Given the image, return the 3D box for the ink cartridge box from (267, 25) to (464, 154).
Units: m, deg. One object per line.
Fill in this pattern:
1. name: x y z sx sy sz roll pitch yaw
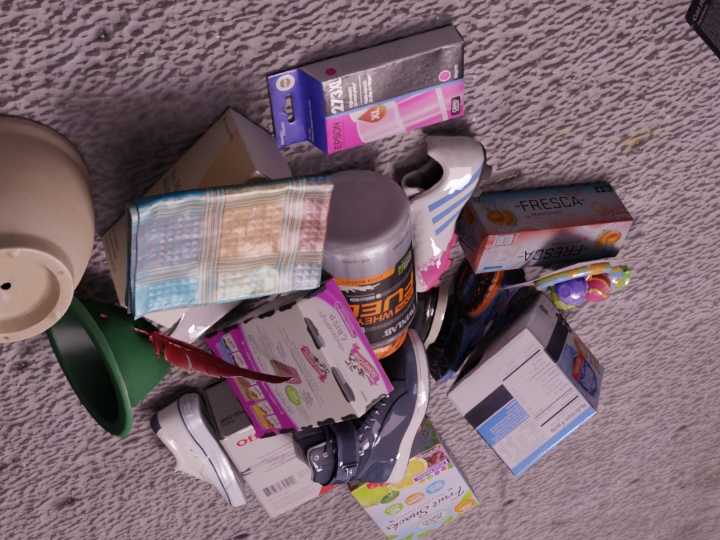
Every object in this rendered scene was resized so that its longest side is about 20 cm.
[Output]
1. ink cartridge box: 0.009 -0.175 1.270 0.197 0.037 0.095 -16 138 -10

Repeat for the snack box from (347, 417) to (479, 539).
1. snack box: 0.073 0.303 1.787 0.141 0.053 0.201 -28 140 3

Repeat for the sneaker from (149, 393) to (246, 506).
1. sneaker: -0.198 0.225 1.561 0.070 0.074 0.201 -18 131 5

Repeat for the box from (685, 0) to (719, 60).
1. box: 0.478 -0.249 1.324 0.197 0.183 0.105 -3 135 -25

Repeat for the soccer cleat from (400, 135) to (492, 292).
1. soccer cleat: 0.073 -0.066 1.401 0.085 0.070 0.202 9 125 -18

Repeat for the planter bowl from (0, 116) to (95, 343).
1. planter bowl: -0.334 -0.021 1.174 0.197 0.136 0.202 -15 139 -14

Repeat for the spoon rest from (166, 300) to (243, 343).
1. spoon rest: -0.167 0.023 1.364 0.200 0.061 0.099 -42 137 19

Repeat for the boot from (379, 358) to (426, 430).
1. boot: 0.008 0.154 1.538 0.201 0.073 0.076 53 59 -32

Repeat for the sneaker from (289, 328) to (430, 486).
1. sneaker: -0.003 0.162 1.464 0.144 0.077 0.205 2 115 -24

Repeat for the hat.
1. hat: -0.214 0.067 1.338 0.175 0.165 0.202 -29 100 -29

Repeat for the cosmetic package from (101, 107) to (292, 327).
1. cosmetic package: -0.160 -0.051 1.258 0.200 0.106 0.071 -43 136 17

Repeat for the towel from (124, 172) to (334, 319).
1. towel: -0.126 -0.023 1.211 0.197 0.022 0.148 -9 136 -18

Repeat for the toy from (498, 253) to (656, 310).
1. toy: 0.267 0.018 1.521 0.114 0.048 0.199 -22 173 38

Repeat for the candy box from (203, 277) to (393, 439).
1. candy box: -0.070 0.099 1.368 0.061 0.138 0.199 -34 -171 -37

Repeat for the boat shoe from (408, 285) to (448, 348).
1. boat shoe: 0.049 0.083 1.537 0.065 0.075 0.200 14 145 -6

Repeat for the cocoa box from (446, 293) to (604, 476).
1. cocoa box: 0.207 0.136 1.549 0.133 0.132 0.200 -42 179 17

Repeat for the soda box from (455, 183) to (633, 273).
1. soda box: 0.213 -0.050 1.479 0.197 0.069 0.064 -6 138 -22

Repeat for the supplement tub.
1. supplement tub: 0.000 0.000 1.379 0.121 0.123 0.201 -18 139 -9

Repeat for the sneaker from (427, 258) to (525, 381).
1. sneaker: 0.141 0.063 1.560 0.078 0.076 0.201 4 133 -35

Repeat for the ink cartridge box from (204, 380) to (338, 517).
1. ink cartridge box: -0.089 0.199 1.570 0.145 0.083 0.201 -25 139 -3
